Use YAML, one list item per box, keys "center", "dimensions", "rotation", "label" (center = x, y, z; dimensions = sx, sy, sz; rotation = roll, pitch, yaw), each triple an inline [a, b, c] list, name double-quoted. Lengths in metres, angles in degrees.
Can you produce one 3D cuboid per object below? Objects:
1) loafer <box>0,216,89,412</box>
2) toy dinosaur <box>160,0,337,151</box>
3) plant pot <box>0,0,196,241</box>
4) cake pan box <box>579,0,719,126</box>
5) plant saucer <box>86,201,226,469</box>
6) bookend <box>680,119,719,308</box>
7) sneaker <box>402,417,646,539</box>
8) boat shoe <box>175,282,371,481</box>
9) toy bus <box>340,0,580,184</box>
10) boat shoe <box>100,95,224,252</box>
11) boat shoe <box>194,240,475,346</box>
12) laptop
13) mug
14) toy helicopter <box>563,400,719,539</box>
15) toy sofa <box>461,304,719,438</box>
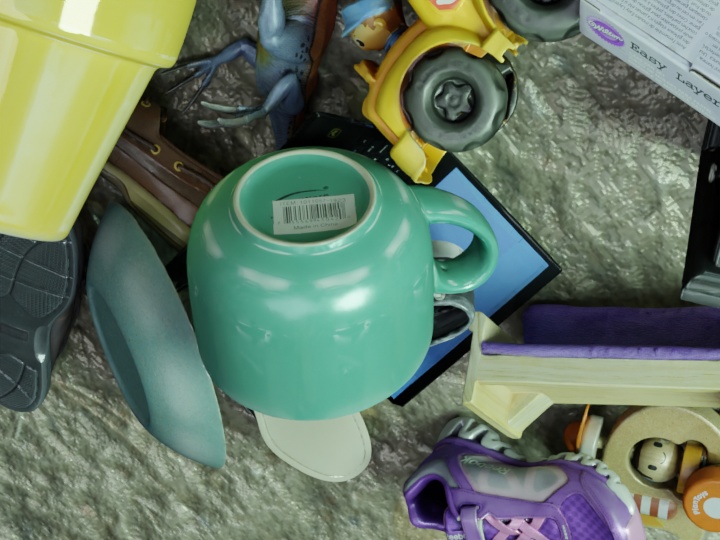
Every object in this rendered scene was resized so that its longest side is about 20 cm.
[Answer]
- center: [-0.237, 0.016, 1.205]
  dimensions: [0.071, 0.063, 0.201]
  rotation: [24, 129, 4]
  label: "loafer"
- center: [-0.046, -0.130, 1.079]
  dimensions: [0.198, 0.106, 0.182]
  rotation: [-15, 131, 11]
  label: "toy dinosaur"
- center: [-0.219, -0.128, 1.025]
  dimensions: [0.199, 0.201, 0.191]
  rotation: [20, 97, 5]
  label: "plant pot"
- center: [0.239, -0.155, 0.868]
  dimensions: [0.199, 0.185, 0.052]
  rotation: [35, 167, 14]
  label: "cake pan box"
- center: [-0.153, 0.053, 1.150]
  dimensions: [0.038, 0.201, 0.203]
  rotation: [-22, 115, -17]
  label: "plant saucer"
- center: [0.253, -0.104, 0.938]
  dimensions: [0.091, 0.200, 0.201]
  rotation: [12, 121, 9]
  label: "bookend"
- center: [0.106, 0.169, 1.142]
  dimensions: [0.199, 0.088, 0.081]
  rotation: [13, 123, 46]
  label: "sneaker"
- center: [-0.065, 0.074, 1.207]
  dimensions: [0.073, 0.063, 0.200]
  rotation: [-41, 111, 11]
  label: "boat shoe"
- center: [0.044, -0.181, 0.981]
  dimensions: [0.192, 0.136, 0.200]
  rotation: [40, 103, 0]
  label: "toy bus"
- center: [-0.163, -0.093, 1.146]
  dimensions: [0.200, 0.072, 0.068]
  rotation: [43, 88, 0]
  label: "boat shoe"
- center: [-0.018, 0.040, 1.100]
  dimensions: [0.198, 0.068, 0.072]
  rotation: [-14, 132, 8]
  label: "boat shoe"
- center: [0.000, 0.000, 1.118]
  dimensions: [0.177, 0.199, 0.104]
  rotation: [-43, 58, 29]
  label: "laptop"
- center: [-0.021, -0.012, 1.010]
  dimensions: [0.151, 0.185, 0.115]
  rotation: [27, 142, 28]
  label: "mug"
- center: [0.184, 0.159, 1.172]
  dimensions: [0.132, 0.079, 0.200]
  rotation: [33, 127, -4]
  label: "toy helicopter"
- center: [0.171, 0.055, 1.068]
  dimensions: [0.198, 0.099, 0.083]
  rotation: [-1, 159, 32]
  label: "toy sofa"
